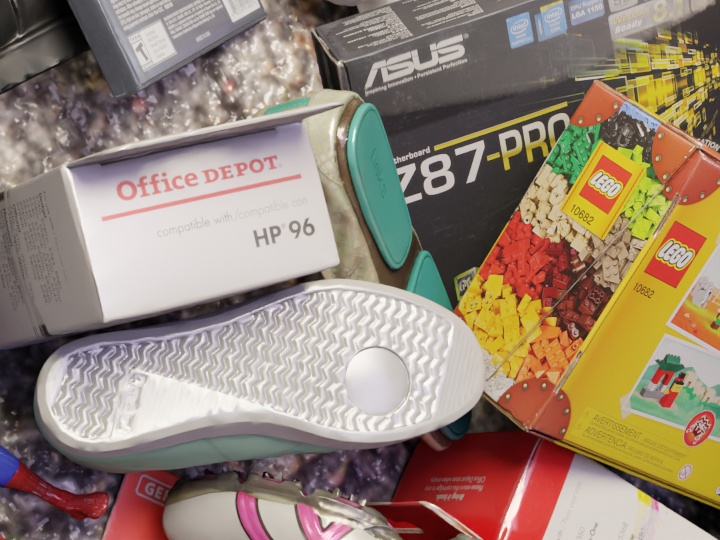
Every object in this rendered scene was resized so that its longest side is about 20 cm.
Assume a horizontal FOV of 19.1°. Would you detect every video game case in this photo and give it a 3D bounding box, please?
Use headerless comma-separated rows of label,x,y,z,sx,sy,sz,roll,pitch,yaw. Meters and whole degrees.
video game case,-0.118,-0.189,0.982,0.201,0.019,0.143,64,28,-9

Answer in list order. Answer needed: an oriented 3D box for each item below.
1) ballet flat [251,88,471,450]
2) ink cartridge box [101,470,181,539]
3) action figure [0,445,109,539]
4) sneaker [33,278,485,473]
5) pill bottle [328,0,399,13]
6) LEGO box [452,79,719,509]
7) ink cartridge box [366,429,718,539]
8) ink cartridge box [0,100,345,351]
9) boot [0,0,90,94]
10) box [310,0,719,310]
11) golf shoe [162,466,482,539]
ballet flat,0.000,0.000,0.993,0.068,0.062,0.201,-63,143,-48
ink cartridge box,-0.048,0.205,1.000,0.199,0.043,0.175,28,72,-24
action figure,-0.203,0.072,0.927,0.199,0.052,0.066,33,73,-20
sneaker,-0.050,0.050,0.968,0.199,0.118,0.074,-4,82,-12
pill bottle,0.069,-0.156,1.076,0.199,0.113,0.114,13,77,-27
LEGO box,0.153,0.020,1.021,0.199,0.077,0.149,25,100,-45
ink cartridge box,0.091,0.135,1.046,0.199,0.116,0.068,34,69,-23
ink cartridge box,-0.091,-0.015,0.913,0.115,0.200,0.068,-15,90,-30
boot,-0.211,-0.141,0.936,0.198,0.073,0.163,-34,103,-36
box,0.088,-0.070,1.038,0.199,0.049,0.162,-19,123,-10
golf shoe,-0.005,0.150,0.953,0.199,0.073,0.093,18,73,16
